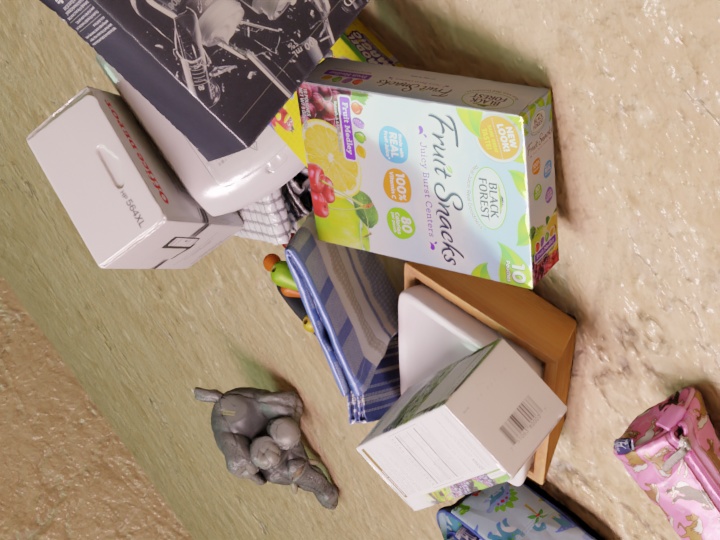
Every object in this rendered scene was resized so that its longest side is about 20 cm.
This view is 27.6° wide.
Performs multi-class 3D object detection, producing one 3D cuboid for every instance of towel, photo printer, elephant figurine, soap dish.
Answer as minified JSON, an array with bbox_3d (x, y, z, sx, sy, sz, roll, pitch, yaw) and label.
[{"bbox_3d":[0.004,0.033,1.330,0.145,0.024,0.203,-5,-93,-69],"label":"towel"},{"bbox_3d":[-0.120,-0.126,1.496,0.199,0.085,0.167,12,126,57],"label":"towel"},{"bbox_3d":[-0.124,-0.164,1.344,0.201,0.166,0.069,54,-169,3],"label":"photo printer"},{"bbox_3d":[-0.124,0.245,2.010,0.200,0.140,0.157,63,-167,-63],"label":"elephant figurine"},{"bbox_3d":[0.000,0.000,1.256,0.024,0.200,0.148,-13,111,26],"label":"towel"},{"bbox_3d":[0.110,0.082,1.269,0.157,0.081,0.201,33,151,24],"label":"soap dish"}]

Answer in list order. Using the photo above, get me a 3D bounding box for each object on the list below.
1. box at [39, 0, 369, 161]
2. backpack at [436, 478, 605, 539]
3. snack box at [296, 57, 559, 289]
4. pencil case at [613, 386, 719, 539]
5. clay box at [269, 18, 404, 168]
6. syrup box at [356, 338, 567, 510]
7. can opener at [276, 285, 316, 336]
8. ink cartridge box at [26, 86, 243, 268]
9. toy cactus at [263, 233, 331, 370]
[{"bbox_3d":[-0.103,-0.219,1.099,0.182,0.201,0.104,43,163,-17],"label":"box"},{"bbox_3d":[0.167,0.317,1.429,0.199,0.147,0.184,29,149,45],"label":"backpack"},{"bbox_3d":[0.050,-0.077,1.114,0.198,0.053,0.144,13,127,31],"label":"snack box"},{"bbox_3d":[0.273,0.188,1.098,0.083,0.086,0.201,-35,89,38],"label":"pencil case"},{"bbox_3d":[0.002,-0.119,1.220,0.200,0.047,0.115,49,128,21],"label":"clay box"},{"bbox_3d":[0.078,0.131,1.203,0.081,0.079,0.200,46,154,-2],"label":"syrup box"},{"bbox_3d":[-0.023,0.067,1.621,0.063,0.079,0.200,19,-160,-51],"label":"can opener"},{"bbox_3d":[-0.210,-0.082,1.395,0.147,0.084,0.200,58,-166,9],"label":"ink cartridge box"},{"bbox_3d":[-0.026,0.043,1.516,0.200,0.101,0.167,30,145,63],"label":"toy cactus"}]
